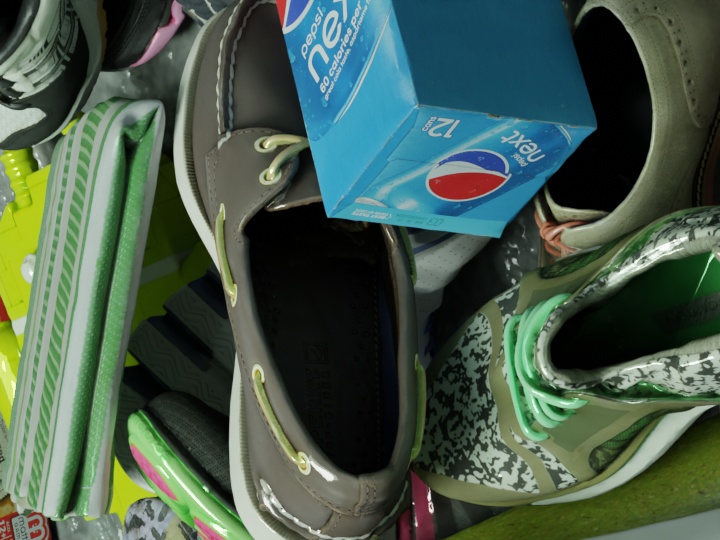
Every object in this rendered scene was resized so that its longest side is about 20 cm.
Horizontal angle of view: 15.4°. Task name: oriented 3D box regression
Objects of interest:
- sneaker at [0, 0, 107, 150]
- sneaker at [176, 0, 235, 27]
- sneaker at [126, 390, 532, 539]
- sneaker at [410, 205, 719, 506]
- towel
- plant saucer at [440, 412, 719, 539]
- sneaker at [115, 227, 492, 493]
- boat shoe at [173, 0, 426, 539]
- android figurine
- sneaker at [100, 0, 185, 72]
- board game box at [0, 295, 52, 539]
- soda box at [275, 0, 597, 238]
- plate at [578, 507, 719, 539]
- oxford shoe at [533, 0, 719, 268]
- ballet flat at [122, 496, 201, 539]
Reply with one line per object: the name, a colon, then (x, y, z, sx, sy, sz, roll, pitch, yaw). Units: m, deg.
sneaker: (-0.139, -0.098, 0.969, 0.076, 0.088, 0.200, 26, 147, 7)
sneaker: (-0.053, -0.166, 0.958, 0.077, 0.080, 0.200, 30, 144, 46)
sneaker: (0.016, 0.078, 0.900, 0.077, 0.200, 0.084, 159, 130, -78)
sneaker: (0.070, 0.020, 0.787, 0.200, 0.089, 0.077, -29, 70, 42)
towel: (-0.103, 0.017, 0.967, 0.200, 0.023, 0.153, 166, 112, -78)
plant saucer: (0.114, 0.155, 0.831, 0.048, 0.199, 0.200, 94, 151, -86)
sneaker: (0.000, 0.001, 0.969, 0.199, 0.115, 0.081, -49, 69, 13)
boat shoe: (-0.016, -0.008, 0.855, 0.060, 0.072, 0.200, 125, 143, -58)
android figurine: (-0.094, 0.033, 1.104, 0.182, 0.041, 0.200, -18, 94, 48)
sneaker: (-0.111, -0.166, 1.004, 0.079, 0.095, 0.200, 22, 122, 37)
board game box: (-0.221, 0.035, 1.228, 0.151, 0.046, 0.200, 5, 109, 45)
soda box: (0.011, -0.113, 0.862, 0.064, 0.068, 0.200, -50, 44, 45)
plate: (0.097, 0.174, 0.789, 0.032, 0.200, 0.200, 97, 161, -84)
oxford shoe: (0.077, -0.015, 0.882, 0.070, 0.075, 0.200, 26, 124, 34)
ballet flat: (-0.052, 0.188, 1.071, 0.072, 0.072, 0.200, -18, 104, 48)
